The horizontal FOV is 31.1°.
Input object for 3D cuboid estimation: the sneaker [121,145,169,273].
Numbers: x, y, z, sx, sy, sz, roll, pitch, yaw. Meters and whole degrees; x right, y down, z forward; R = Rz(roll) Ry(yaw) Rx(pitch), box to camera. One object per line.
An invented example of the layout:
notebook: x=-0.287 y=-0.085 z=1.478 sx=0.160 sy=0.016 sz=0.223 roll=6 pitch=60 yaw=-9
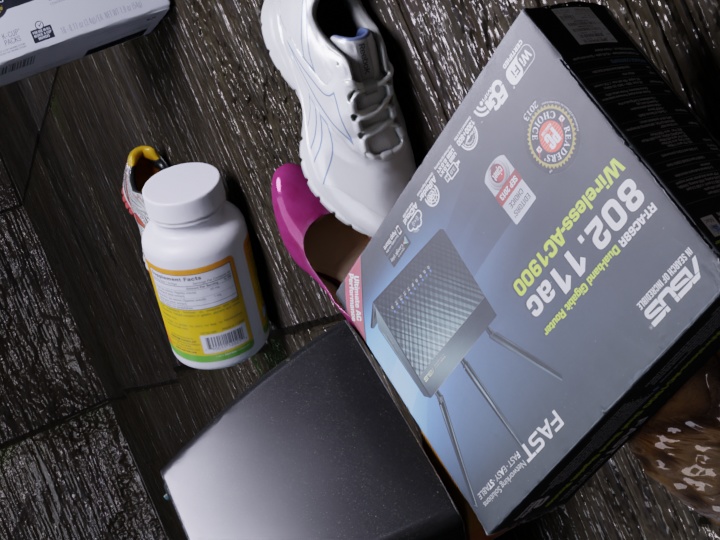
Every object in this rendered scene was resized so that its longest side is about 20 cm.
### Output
sneaker: x=-0.234 y=-0.062 z=1.528 sx=0.201 sy=0.077 sz=0.082 roll=57 pitch=158 yaw=26

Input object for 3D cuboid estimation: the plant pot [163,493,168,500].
plant pot: x=-0.057 y=0.244 z=1.260 sx=0.197 sy=0.199 sz=0.200 roll=57 pitch=160 yaw=5

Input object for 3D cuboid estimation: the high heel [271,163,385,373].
high heel: x=0.000 y=0.000 z=0.986 sx=0.201 sy=0.067 sz=0.096 roll=53 pitch=172 yaw=-5

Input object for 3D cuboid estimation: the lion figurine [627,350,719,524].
lion figurine: x=0.150 y=0.022 z=0.610 sx=0.122 sy=0.072 sz=0.202 roll=22 pitch=129 yaw=54

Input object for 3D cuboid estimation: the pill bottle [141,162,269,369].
pill bottle: x=-0.166 y=-0.006 z=1.359 sx=0.111 sy=0.110 sz=0.202 roll=42 pitch=149 yaw=50

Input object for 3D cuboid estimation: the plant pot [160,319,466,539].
plant pot: x=-0.038 y=0.197 z=0.976 sx=0.200 sy=0.176 sz=0.201 roll=57 pitch=164 yaw=38

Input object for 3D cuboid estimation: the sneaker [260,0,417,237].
sneaker: x=-0.008 y=-0.115 z=0.875 sx=0.202 sy=0.074 sz=0.087 roll=66 pitch=156 yaw=1

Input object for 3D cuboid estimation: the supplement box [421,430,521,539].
supplement box: x=0.080 y=0.095 z=0.887 sx=0.067 sy=0.068 sz=0.201 roll=48 pitch=155 yaw=45

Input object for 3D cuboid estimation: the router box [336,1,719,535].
router box: x=0.085 y=0.003 z=0.594 sx=0.150 sy=0.062 sz=0.201 roll=56 pitch=135 yaw=24

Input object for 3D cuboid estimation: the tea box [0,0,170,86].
tea box: x=-0.324 y=-0.310 z=1.295 sx=0.198 sy=0.199 sz=0.133 roll=67 pitch=161 yaw=-5
